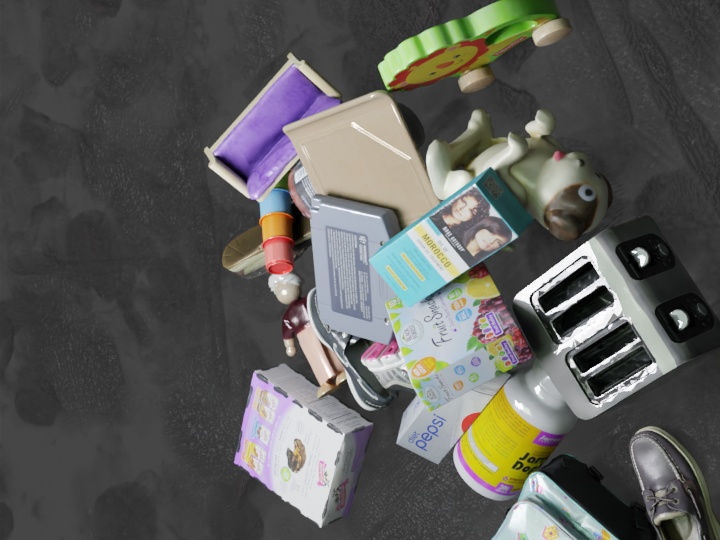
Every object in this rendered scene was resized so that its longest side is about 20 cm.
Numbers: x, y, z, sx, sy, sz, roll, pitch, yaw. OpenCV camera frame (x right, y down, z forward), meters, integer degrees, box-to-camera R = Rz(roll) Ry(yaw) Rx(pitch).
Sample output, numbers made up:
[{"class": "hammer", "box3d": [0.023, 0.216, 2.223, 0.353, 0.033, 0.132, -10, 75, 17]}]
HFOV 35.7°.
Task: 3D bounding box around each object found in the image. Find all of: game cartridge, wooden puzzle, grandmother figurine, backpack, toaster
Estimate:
[{"class": "game cartridge", "box3d": [0.000, 0.000, 1.492, 0.133, 0.042, 0.200, 12, 124, 24]}, {"class": "wooden puzzle", "box3d": [0.011, -0.127, 1.448, 0.185, 0.037, 0.200, -13, 113, 42]}, {"class": "grandmother figurine", "box3d": [-0.075, 0.084, 1.676, 0.121, 0.061, 0.200, -35, 77, 17]}, {"class": "backpack", "box3d": [0.246, 0.360, 1.394, 0.176, 0.153, 0.200, 38, 127, 23]}, {"class": "toaster", "box3d": [0.295, 0.060, 1.314, 0.200, 0.119, 0.181, -40, 71, 38]}]

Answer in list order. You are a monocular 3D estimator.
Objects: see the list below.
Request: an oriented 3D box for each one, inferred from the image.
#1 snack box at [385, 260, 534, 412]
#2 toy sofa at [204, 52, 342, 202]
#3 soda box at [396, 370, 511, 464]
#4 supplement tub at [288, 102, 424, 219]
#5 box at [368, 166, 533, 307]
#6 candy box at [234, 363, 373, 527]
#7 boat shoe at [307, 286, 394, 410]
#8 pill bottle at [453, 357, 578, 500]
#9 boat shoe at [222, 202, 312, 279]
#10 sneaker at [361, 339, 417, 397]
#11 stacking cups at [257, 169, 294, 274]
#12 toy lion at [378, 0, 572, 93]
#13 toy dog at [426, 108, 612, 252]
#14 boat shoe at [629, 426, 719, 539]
[{"class": "snack box", "box3d": [0.116, 0.071, 1.374, 0.142, 0.200, 0.053, -30, 117, 6]}, {"class": "toy sofa", "box3d": [-0.121, -0.201, 1.575, 0.200, 0.083, 0.098, -47, 32, 7]}, {"class": "soda box", "box3d": [0.123, 0.163, 1.459, 0.068, 0.064, 0.200, 27, 127, -7]}, {"class": "supplement tub", "box3d": [-0.003, -0.150, 1.539, 0.200, 0.107, 0.107, -34, 76, 38]}, {"class": "box", "box3d": [0.106, -0.036, 1.343, 0.082, 0.049, 0.200, 50, 132, -4]}, {"class": "candy box", "box3d": [-0.090, 0.265, 1.713, 0.200, 0.071, 0.168, 30, 116, 34]}, {"class": "boat shoe", "box3d": [-0.007, 0.104, 1.606, 0.200, 0.076, 0.060, 57, 153, 4]}, {"class": "pill bottle", "box3d": [0.208, 0.193, 1.422, 0.104, 0.104, 0.200, 47, 125, 24]}, {"class": "boat shoe", "box3d": [-0.114, -0.045, 1.683, 0.200, 0.065, 0.073, -21, 52, 25]}, {"class": "sneaker", "box3d": [0.103, 0.126, 1.524, 0.200, 0.074, 0.088, -14, 116, 26]}, {"class": "stacking cups", "box3d": [-0.120, -0.089, 1.636, 0.060, 0.060, 0.200, -30, 57, 40]}, {"class": "toy lion", "box3d": [0.126, -0.272, 1.347, 0.200, 0.191, 0.069, -27, 80, 40]}, {"class": "toy dog", "box3d": [0.201, -0.096, 1.356, 0.200, 0.139, 0.194, 11, 118, 39]}, {"class": "boat shoe", "box3d": [0.374, 0.282, 1.322, 0.072, 0.065, 0.200, -32, 76, 41]}]
